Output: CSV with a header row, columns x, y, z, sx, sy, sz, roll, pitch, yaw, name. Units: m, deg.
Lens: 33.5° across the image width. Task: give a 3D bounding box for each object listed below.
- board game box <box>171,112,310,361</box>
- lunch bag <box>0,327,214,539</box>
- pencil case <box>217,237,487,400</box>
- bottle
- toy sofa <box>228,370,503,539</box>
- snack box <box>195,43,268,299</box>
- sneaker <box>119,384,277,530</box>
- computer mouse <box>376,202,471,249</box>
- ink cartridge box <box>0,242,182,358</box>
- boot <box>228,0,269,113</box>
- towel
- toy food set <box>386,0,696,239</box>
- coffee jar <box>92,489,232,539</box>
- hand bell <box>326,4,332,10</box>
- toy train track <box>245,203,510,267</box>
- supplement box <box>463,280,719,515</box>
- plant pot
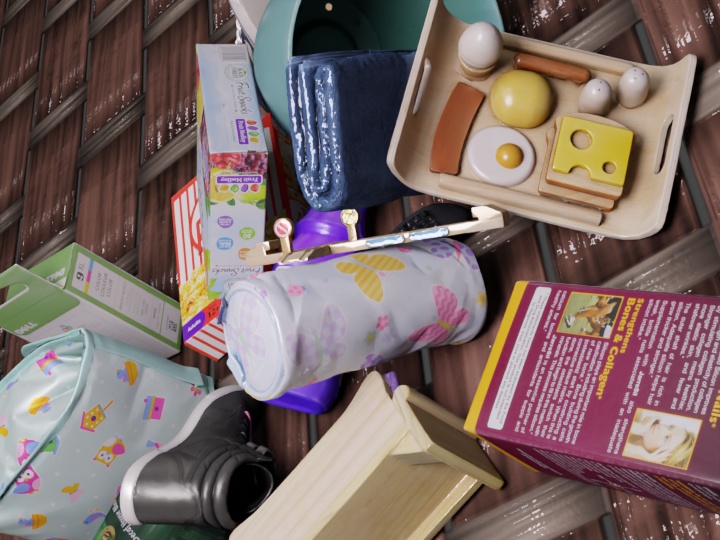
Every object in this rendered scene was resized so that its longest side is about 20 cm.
x,y,z,sx,sy,sz,roll,pitch,yaw,name
-0.113,-0.035,1.162,0.151,0.046,0.201,-38,42,24,board game box
-0.246,0.146,1.085,0.200,0.170,0.122,-50,46,10,lunch bag
-0.002,0.034,0.872,0.083,0.199,0.091,45,136,38,pencil case
-0.038,0.017,1.016,0.083,0.065,0.201,12,69,5,bottle
-0.001,0.177,0.865,0.200,0.083,0.098,-50,35,11,toy sofa
-0.114,-0.090,1.040,0.201,0.053,0.143,-105,15,-54,snack box
-0.100,0.153,0.968,0.098,0.200,0.071,5,109,21,sneaker
0.000,0.000,0.957,0.199,0.059,0.034,-29,73,-5,computer mouse
-0.280,0.034,1.173,0.103,0.200,0.060,-25,48,34,ink cartridge box
-0.101,-0.237,1.175,0.073,0.201,0.090,-39,26,-31,boot
0.019,-0.107,0.889,0.048,0.200,0.113,1,100,33,towel
0.131,-0.114,0.859,0.198,0.060,0.144,14,71,5,toy food set
-0.200,0.270,1.019,0.201,0.085,0.104,-57,38,2,coffee jar
-0.061,-0.320,1.161,0.104,0.200,0.105,-29,38,25,hand bell
0.008,-0.032,0.872,0.198,0.115,0.033,-8,94,20,toy train track
0.175,0.077,0.736,0.199,0.085,0.111,5,69,49,supplement box
-0.002,-0.182,1.028,0.161,0.200,0.202,13,75,62,plant pot
